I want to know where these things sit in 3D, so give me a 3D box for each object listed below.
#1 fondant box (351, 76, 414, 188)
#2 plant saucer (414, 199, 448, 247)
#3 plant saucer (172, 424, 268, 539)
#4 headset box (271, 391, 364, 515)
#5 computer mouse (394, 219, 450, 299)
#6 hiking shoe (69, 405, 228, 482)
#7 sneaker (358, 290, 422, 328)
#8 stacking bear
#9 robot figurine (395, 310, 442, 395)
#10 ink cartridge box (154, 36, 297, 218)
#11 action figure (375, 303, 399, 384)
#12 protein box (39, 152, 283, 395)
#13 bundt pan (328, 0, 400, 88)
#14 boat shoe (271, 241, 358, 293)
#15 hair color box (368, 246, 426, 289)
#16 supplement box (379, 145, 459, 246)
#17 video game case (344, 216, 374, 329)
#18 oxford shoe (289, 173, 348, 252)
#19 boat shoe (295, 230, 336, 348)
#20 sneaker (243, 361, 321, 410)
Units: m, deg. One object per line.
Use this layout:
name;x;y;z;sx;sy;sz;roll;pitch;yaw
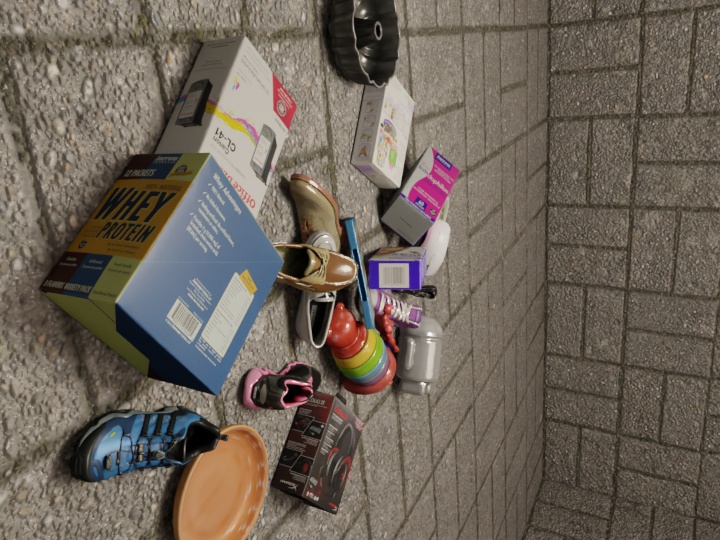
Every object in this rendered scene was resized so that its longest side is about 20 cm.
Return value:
fondant box;0.051;-0.298;1.257;0.143;0.057;0.207;27;70;-60
plant saucer;0.173;-0.094;1.493;0.200;0.049;0.206;19;89;-77
plant saucer;-0.213;0.335;0.891;0.199;0.036;0.207;-19;112;-59
headset box;-0.071;0.333;1.113;0.149;0.073;0.205;54;48;-50
computer mouse;0.157;-0.022;1.390;0.044;0.106;0.205;-100;-154;-64
hiking shoe;-0.259;0.212;0.732;0.198;0.084;0.077;-6;100;-61
sneaker;0.078;0.082;1.313;0.199;0.111;0.075;30;71;-58
stacking bear;-0.016;0.147;1.157;0.123;0.112;0.201;-57;136;-22
robot figurine;0.145;0.201;1.456;0.169;0.110;0.207;6;89;-66
ink cartridge box;-0.181;-0.191;0.816;0.148;0.083;0.206;45;54;-55
action figure;0.053;0.158;1.287;0.050;0.066;0.205;-16;128;-23
protein box;-0.223;0.004;0.715;0.200;0.131;0.204;60;44;-46
bundt pan;0.003;-0.454;1.122;0.200;0.074;0.209;-19;112;-60
boat shoe;-0.088;-0.005;0.946;0.195;0.073;0.079;6;84;-31
hair color box;0.083;-0.008;1.251;0.200;0.105;0.067;-40;130;-78
supplement box;0.139;-0.175;1.360;0.100;0.104;0.202;35;50;-6
video game case;0.000;0.000;1.147;0.143;0.017;0.207;-72;151;-83
oxford shoe;-0.078;-0.083;1.041;0.076;0.069;0.202;-61;143;-27
boat shoe;-0.068;0.035;1.036;0.072;0.065;0.207;-5;110;-31
sneaker;-0.110;0.203;1.002;0.198;0.093;0.082;3;90;-63
